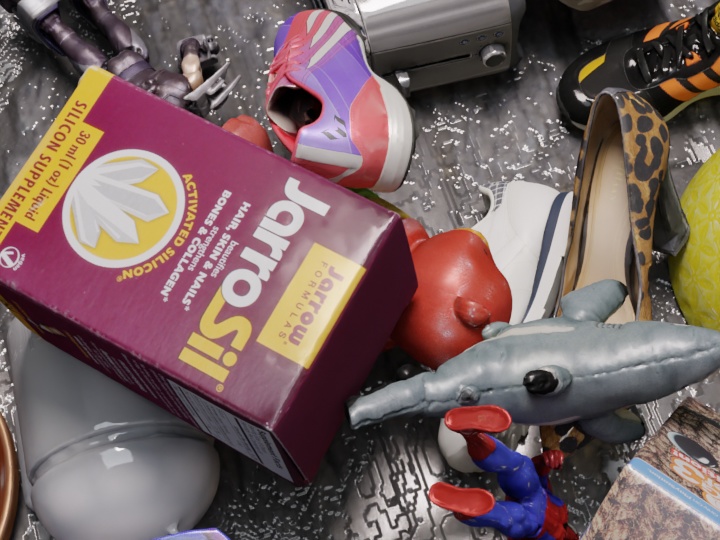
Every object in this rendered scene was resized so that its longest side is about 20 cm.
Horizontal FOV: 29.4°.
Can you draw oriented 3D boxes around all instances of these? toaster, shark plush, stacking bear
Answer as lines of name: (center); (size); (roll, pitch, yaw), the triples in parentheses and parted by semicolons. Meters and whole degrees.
toaster: (0.027, -0.216, 0.954); (0.127, 0.114, 0.202); (-18, 68, -4)
shark plush: (0.090, 0.047, 0.728); (0.197, 0.083, 0.092); (4, 90, -12)
stacking bear: (0.000, 0.000, 0.826); (0.198, 0.122, 0.115); (19, 72, 28)

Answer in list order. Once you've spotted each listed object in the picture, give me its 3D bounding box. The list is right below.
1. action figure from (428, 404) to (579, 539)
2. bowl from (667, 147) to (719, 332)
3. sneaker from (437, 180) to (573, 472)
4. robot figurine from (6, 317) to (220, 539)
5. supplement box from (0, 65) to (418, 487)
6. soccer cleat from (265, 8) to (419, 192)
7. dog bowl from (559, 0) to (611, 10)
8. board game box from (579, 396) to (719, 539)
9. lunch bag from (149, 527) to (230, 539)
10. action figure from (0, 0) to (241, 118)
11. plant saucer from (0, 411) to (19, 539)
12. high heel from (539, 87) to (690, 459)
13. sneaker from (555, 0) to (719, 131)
action figure: (0.089, 0.128, 0.749); (0.051, 0.200, 0.066); (2, 70, 20)
bowl: (0.300, -0.027, 0.861); (0.197, 0.108, 0.203); (-1, 66, 1)
sneaker: (0.083, 0.033, 0.869); (0.079, 0.077, 0.202); (14, 62, 22)
robot figurine: (-0.148, 0.084, 0.822); (0.169, 0.112, 0.202); (-34, 60, 32)
supplement box: (-0.087, 0.002, 0.729); (0.198, 0.103, 0.132); (26, 73, 17)
soccer cleat: (-0.029, -0.111, 0.829); (0.072, 0.069, 0.201); (5, 29, -23)
dog bowl: (0.130, -0.268, 0.943); (0.058, 0.199, 0.202); (-33, 62, 30)
board game box: (0.199, 0.164, 0.717); (0.158, 0.200, 0.098); (33, 106, 15)
lunch bag: (-0.131, 0.229, 0.725); (0.123, 0.170, 0.200); (39, 73, 13)
action figure: (-0.166, -0.141, 0.954); (0.130, 0.070, 0.200); (-35, 73, -21)
plant saucer: (-0.308, 0.142, 0.846); (0.197, 0.032, 0.203); (-1, 65, 2)
high heel: (0.131, -0.001, 0.800); (0.071, 0.143, 0.201); (10, 59, 35)
sneaker: (0.229, -0.154, 0.930); (0.197, 0.090, 0.071); (-13, 65, -4)
